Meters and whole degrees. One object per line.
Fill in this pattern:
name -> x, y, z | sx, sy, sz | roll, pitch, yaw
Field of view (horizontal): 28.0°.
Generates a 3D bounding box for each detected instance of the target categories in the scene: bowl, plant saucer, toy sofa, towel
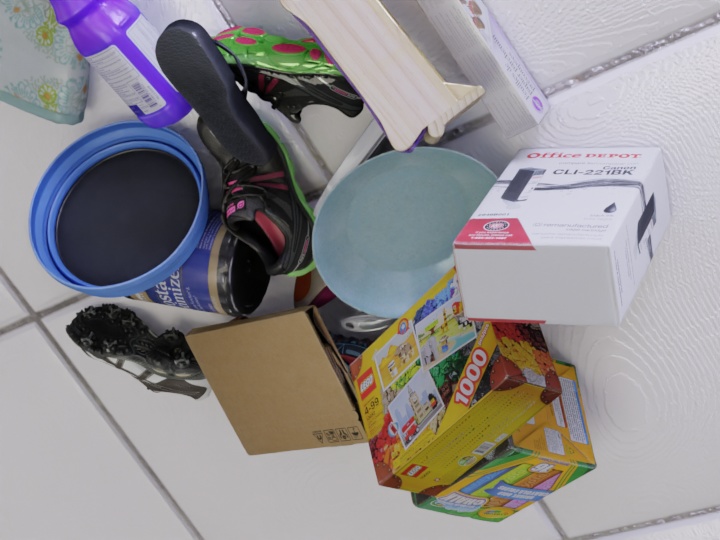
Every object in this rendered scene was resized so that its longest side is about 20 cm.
bowl -> -0.252, -0.063, 1.527 | 0.200, 0.201, 0.039 | 9, 158, 21
plant saucer -> 0.050, -0.043, 1.418 | 0.200, 0.039, 0.201 | -4, 126, -6
toy sofa -> 0.016, -0.203, 1.316 | 0.098, 0.083, 0.200 | -39, 91, 0
towel -> -0.376, -0.260, 1.537 | 0.200, 0.048, 0.171 | 22, 130, 11

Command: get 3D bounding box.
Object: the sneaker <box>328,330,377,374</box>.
sneaker -> 0.008, 0.096, 1.586 | 0.200, 0.079, 0.096 | 35, 119, -9

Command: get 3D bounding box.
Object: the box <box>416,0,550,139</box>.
box -> 0.103, -0.216, 1.335 | 0.041, 0.039, 0.200 | -25, 109, 38

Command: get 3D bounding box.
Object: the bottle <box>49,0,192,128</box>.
bottle -> -0.247, -0.234, 1.456 | 0.200, 0.065, 0.083 | 49, 152, -24

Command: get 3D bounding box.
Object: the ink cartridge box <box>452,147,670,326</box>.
ink cartridge box -> 0.187, -0.036, 1.314 | 0.144, 0.200, 0.084 | 1, 119, 25

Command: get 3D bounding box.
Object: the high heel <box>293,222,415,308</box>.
high heel -> 0.000, 0.000, 1.532 | 0.096, 0.068, 0.200 | 9, 154, -24

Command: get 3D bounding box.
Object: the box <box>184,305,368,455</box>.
box -> -0.088, 0.123, 1.575 | 0.200, 0.021, 0.164 | -13, 110, 44

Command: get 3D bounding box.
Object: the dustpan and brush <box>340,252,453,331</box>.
dustpan and brush -> 0.076, 0.041, 1.510 | 0.200, 0.057, 0.140 | -3, 120, 28

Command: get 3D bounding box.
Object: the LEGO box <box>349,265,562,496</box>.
LEGO box -> 0.089, 0.105, 1.420 | 0.077, 0.149, 0.200 | 16, 133, -35

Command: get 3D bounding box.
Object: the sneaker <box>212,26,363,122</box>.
sneaker -> -0.085, -0.187, 1.415 | 0.200, 0.077, 0.084 | 12, 124, 21

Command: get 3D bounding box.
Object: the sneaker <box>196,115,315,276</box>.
sneaker -> -0.109, -0.083, 1.489 | 0.077, 0.084, 0.200 | -37, 84, 40

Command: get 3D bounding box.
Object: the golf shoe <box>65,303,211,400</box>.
golf shoe -> -0.262, 0.105, 1.713 | 0.200, 0.078, 0.095 | 19, 142, 26

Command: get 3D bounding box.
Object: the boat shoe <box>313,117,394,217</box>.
boat shoe -> 0.024, -0.108, 1.436 | 0.066, 0.070, 0.200 | 38, 123, 0

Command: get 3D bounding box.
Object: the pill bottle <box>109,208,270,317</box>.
pill bottle -> -0.205, -0.017, 1.577 | 0.200, 0.112, 0.112 | 8, 125, 21

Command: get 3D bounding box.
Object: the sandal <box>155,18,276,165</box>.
sandal -> -0.135, -0.175, 1.374 | 0.076, 0.043, 0.200 | 17, 157, 26

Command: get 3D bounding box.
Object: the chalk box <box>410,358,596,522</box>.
chalk box -> 0.126, 0.182, 1.514 | 0.124, 0.125, 0.200 | 16, 142, -34

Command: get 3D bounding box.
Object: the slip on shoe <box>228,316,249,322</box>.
slip on shoe -> -0.085, 0.127, 1.647 | 0.200, 0.074, 0.061 | 41, 127, 2
